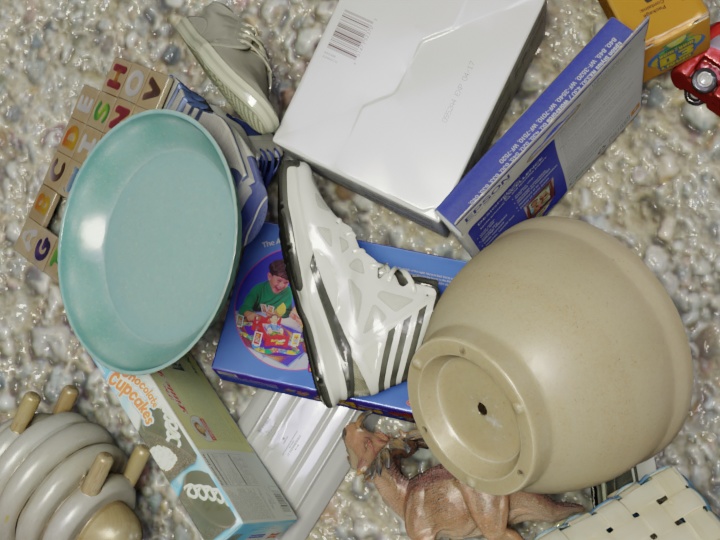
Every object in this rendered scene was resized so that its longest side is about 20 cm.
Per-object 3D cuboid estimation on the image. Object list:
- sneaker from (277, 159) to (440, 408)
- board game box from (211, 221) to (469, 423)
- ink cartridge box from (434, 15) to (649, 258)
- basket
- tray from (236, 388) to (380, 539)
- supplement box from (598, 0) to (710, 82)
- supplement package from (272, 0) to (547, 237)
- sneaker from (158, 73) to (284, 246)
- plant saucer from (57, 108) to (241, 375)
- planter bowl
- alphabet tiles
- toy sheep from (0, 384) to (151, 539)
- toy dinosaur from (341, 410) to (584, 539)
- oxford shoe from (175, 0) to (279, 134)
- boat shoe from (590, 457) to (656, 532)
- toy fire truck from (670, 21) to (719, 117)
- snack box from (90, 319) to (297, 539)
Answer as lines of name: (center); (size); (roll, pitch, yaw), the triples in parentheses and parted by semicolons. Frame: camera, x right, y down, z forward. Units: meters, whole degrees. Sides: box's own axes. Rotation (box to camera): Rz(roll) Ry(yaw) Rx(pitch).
sneaker: (0.000, 0.000, 0.868); (0.114, 0.076, 0.203); (-13, 79, -8)
board game box: (-0.012, 0.044, 0.908); (0.197, 0.045, 0.136); (12, 74, 9)
ink cartridge box: (0.142, -0.097, 0.833); (0.198, 0.200, 0.047); (-47, 71, 2)
basket: (0.207, 0.247, 0.792); (0.175, 0.202, 0.139); (-24, 42, -11)
tray: (-0.058, 0.148, 0.934); (0.107, 0.022, 0.201); (32, 90, 11)
supplement box: (0.215, -0.259, 0.883); (0.066, 0.069, 0.202); (-24, 67, 11)
supplement package: (0.045, -0.156, 0.900); (0.154, 0.111, 0.202); (26, 89, 10)
sneaker: (-0.105, -0.091, 0.906); (0.081, 0.114, 0.200); (-56, 42, 17)
plant saucer: (-0.156, -0.021, 0.825); (0.198, 0.036, 0.203); (-6, 79, 36)
planter bowl: (0.119, 0.078, 0.777); (0.134, 0.200, 0.202); (-26, 78, -38)
alphabet tiles: (-0.229, -0.085, 0.938); (0.166, 0.008, 0.202); (25, 93, 46)
toy sheep: (-0.260, 0.178, 0.912); (0.199, 0.138, 0.139); (34, 91, 25)
toy dinosaur: (0.079, 0.178, 0.863); (0.197, 0.086, 0.138); (-6, 97, 10)
oxford shoe: (-0.105, -0.178, 0.906); (0.057, 0.076, 0.200); (-33, 38, -2)
boat shoe: (0.196, 0.118, 0.872); (0.063, 0.071, 0.203); (-12, 85, 6)
toy fire truck: (0.373, -0.159, 0.880); (0.199, 0.049, 0.142); (37, 91, 11)
snack box: (-0.138, 0.134, 0.883); (0.037, 0.116, 0.201); (-39, 70, 7)
